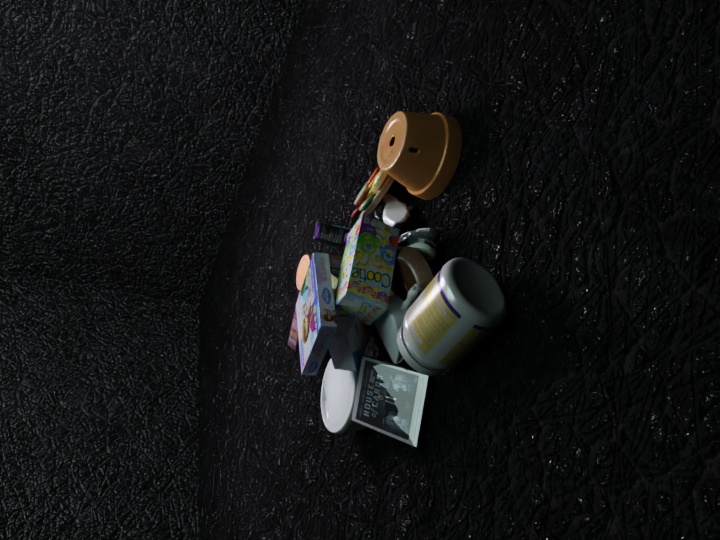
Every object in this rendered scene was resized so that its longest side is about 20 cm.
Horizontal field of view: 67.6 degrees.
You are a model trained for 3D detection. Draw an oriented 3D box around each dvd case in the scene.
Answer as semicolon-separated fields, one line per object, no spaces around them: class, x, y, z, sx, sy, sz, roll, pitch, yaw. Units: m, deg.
dvd case;0.067;0.288;1.208;0.196;0.024;0.156;8;86;42

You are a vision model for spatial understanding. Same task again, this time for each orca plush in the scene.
orca plush;0.082;-0.133;1.388;0.200;0.102;0.073;-132;27;-57

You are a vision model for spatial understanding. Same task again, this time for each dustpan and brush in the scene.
dustpan and brush;0.087;0.097;1.192;0.203;0.056;0.142;102;147;-54

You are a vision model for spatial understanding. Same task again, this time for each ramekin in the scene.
ramekin;-0.023;0.314;1.383;0.201;0.091;0.209;-36;49;54

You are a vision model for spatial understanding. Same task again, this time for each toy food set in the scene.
toy food set;0.042;-0.226;1.446;0.199;0.048;0.201;-52;10;25

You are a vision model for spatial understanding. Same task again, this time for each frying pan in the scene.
frying pan;0.048;0.142;1.346;0.030;0.115;0.196;-1;118;31

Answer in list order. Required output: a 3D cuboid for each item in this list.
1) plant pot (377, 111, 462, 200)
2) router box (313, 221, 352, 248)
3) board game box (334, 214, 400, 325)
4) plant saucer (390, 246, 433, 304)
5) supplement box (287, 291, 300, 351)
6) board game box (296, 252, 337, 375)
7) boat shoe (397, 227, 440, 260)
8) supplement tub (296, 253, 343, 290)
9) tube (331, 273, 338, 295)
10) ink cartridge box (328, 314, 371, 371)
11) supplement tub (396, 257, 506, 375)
plant pot;0.130;-0.286;1.275;0.199;0.136;0.207;-38;46;52
router box;-0.042;-0.088;1.450;0.200;0.144;0.053;-49;-28;-87
board game box;0.013;-0.001;1.218;0.105;0.100;0.206;133;153;-58
plant saucer;0.108;0.051;1.215;0.200;0.033;0.207;40;136;54
supplement box;-0.150;0.151;1.696;0.085;0.107;0.207;16;93;64
board game box;-0.107;0.103;1.258;0.202;0.040;0.205;114;154;-45
boat shoe;0.124;-0.059;1.272;0.198;0.075;0.062;-1;59;61
supplement tub;-0.072;0.025;1.488;0.122;0.194;0.127;-37;47;53
tube;-0.065;0.047;1.329;0.198;0.057;0.054;27;128;48
ink cartridge box;-0.018;0.133;1.337;0.202;0.065;0.119;-64;-32;-49
supplement tub;0.168;0.093;1.026;0.202;0.141;0.149;-54;34;39
